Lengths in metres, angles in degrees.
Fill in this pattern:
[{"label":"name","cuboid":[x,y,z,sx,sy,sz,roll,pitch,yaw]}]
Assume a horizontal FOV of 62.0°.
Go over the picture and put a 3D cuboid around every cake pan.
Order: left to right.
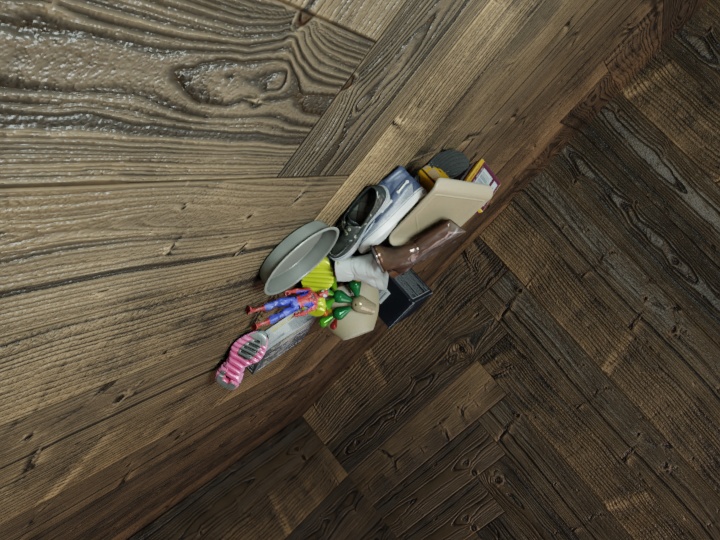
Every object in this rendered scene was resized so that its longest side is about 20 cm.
[{"label":"cake pan","cuboid":[-0.129,-0.030,1.232,0.200,0.037,0.201,-40,168,-10]}]

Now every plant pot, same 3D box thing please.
[{"label":"plant pot","cuboid":[-0.027,0.119,1.700,0.197,0.136,0.200,-19,172,-3]}]

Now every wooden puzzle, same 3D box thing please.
[{"label":"wooden puzzle","cuboid":[0.177,-0.128,1.342,0.183,0.038,0.201,0,142,-39]}]

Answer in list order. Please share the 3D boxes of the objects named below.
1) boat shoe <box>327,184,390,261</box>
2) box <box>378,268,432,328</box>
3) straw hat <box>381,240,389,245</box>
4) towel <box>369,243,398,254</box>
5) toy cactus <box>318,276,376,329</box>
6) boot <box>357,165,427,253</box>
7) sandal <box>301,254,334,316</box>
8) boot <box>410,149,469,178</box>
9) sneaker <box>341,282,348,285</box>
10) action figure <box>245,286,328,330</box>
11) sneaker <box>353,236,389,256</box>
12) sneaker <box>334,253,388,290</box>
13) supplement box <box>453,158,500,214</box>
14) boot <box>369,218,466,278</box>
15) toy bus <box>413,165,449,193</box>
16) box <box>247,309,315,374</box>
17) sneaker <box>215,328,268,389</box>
[{"label":"boat shoe","cuboid":[-0.015,-0.105,1.292,0.201,0.069,0.056,-52,158,17]},{"label":"box","cuboid":[0.096,0.051,1.862,0.123,0.200,0.198,-47,167,23]},{"label":"straw hat","cuboid":[0.112,-0.097,1.639,0.200,0.200,0.086,-37,124,-24]},{"label":"towel","cuboid":[0.126,-0.069,1.489,0.198,0.024,0.152,-20,-173,-27]},{"label":"toy cactus","cuboid":[-0.032,0.074,1.564,0.203,0.163,0.102,-66,-161,8]},{"label":"boot","cuboid":[0.050,-0.134,1.329,0.200,0.091,0.073,-43,171,11]},{"label":"sandal","cuboid":[-0.104,0.022,1.455,0.201,0.078,0.088,112,-9,-50]},{"label":"boot","cuboid":[0.172,-0.222,1.503,0.198,0.070,0.132,-26,166,-21]},{"label":"sneaker","cuboid":[-0.014,0.005,1.659,0.087,0.076,0.200,-32,166,-15]},{"label":"action figure","cuboid":[-0.158,0.079,1.364,0.198,0.066,0.052,-19,167,-32]},{"label":"sneaker","cuboid":[0.032,-0.099,1.419,0.199,0.076,0.114,-41,171,5]},{"label":"sneaker","cuboid":[0.000,0.000,1.421,0.114,0.075,0.200,1,166,16]},{"label":"supplement box","cuboid":[0.247,-0.194,1.541,0.111,0.086,0.199,-52,-161,-27]},{"label":"boot","cuboid":[0.128,-0.062,1.304,0.198,0.065,0.186,-28,164,12]},{"label":"toy bus","cuboid":[0.163,-0.166,1.389,0.078,0.065,0.201,-33,158,-19]},{"label":"box","cuboid":[-0.226,0.193,1.683,0.199,0.048,0.159,-34,165,-37]},{"label":"sneaker","cuboid":[-0.292,0.208,1.509,0.200,0.079,0.096,-47,-171,26]}]
